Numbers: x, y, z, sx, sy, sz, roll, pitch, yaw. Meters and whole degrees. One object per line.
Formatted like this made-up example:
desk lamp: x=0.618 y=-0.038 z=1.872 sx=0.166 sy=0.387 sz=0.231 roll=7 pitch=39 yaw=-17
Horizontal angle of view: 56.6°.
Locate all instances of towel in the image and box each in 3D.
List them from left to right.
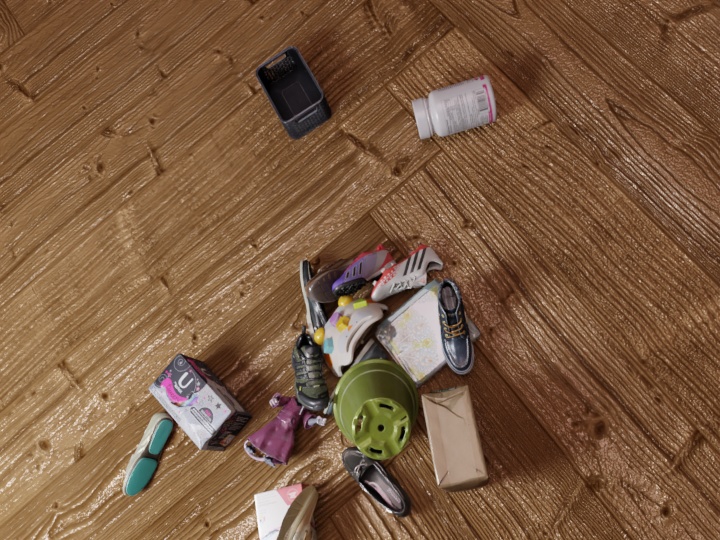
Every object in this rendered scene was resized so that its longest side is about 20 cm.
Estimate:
towel: x=0.152 y=0.145 z=1.545 sx=0.199 sy=0.048 sz=0.172 roll=-38 pitch=72 yaw=-1

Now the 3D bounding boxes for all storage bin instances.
storage bin: x=-0.178 y=-0.475 z=1.789 sx=0.133 sy=0.094 sz=0.203 roll=-30 pitch=70 yaw=2

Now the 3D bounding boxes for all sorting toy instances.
sorting toy: x=-0.013 y=0.139 z=1.500 sx=0.106 sy=0.180 sz=0.202 roll=38 pitch=82 yaw=-15

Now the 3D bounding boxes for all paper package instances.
paper package: x=0.198 y=0.352 z=1.386 sx=0.100 sy=0.200 sz=0.196 roll=-13 pitch=69 yaw=7

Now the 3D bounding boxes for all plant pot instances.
plant pot: x=0.039 y=0.305 z=1.407 sx=0.193 sy=0.190 sz=0.207 roll=0 pitch=93 yaw=-3

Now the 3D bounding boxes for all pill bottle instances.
pill bottle: x=0.232 y=-0.401 z=1.660 sx=0.194 sy=0.114 sz=0.117 roll=-14 pitch=70 yaw=8

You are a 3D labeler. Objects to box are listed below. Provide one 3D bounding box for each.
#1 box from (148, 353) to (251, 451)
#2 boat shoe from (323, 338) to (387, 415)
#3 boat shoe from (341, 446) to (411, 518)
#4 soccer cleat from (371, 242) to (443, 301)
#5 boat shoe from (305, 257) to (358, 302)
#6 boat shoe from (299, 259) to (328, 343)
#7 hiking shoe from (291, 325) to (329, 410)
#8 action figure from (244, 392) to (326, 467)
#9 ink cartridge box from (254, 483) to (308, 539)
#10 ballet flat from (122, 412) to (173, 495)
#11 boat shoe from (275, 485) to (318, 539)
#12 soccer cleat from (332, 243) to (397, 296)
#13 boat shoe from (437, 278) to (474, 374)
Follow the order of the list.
box: x=-0.373 y=0.308 z=1.566 sx=0.199 sy=0.132 sz=0.115 roll=40 pitch=86 yaw=20
boat shoe: x=-0.012 y=0.255 z=1.533 sx=0.061 sy=0.073 sz=0.202 roll=35 pitch=85 yaw=3
boat shoe: x=0.033 y=0.458 z=1.466 sx=0.199 sy=0.057 sz=0.067 roll=39 pitch=84 yaw=21
soccer cleat: x=0.109 y=0.016 z=1.562 sx=0.198 sy=0.069 sz=0.085 roll=-37 pitch=63 yaw=-24
boat shoe: x=-0.069 y=0.021 z=1.578 sx=0.070 sy=0.198 sz=0.078 roll=9 pitch=110 yaw=35
boat shoe: x=-0.102 y=0.068 z=1.611 sx=0.064 sy=0.075 sz=0.205 roll=-13 pitch=71 yaw=6
hiking shoe: x=-0.118 y=0.222 z=1.514 sx=0.074 sy=0.103 sz=0.202 roll=-8 pitch=41 yaw=-18
action figure: x=-0.165 y=0.354 z=1.539 sx=0.133 sy=0.149 sz=0.202 roll=36 pitch=63 yaw=1
ink cartridge box: x=-0.158 y=0.584 z=1.465 sx=0.113 sy=0.068 sz=0.205 roll=-15 pitch=70 yaw=7
ballet flat: x=-0.513 y=0.438 z=1.606 sx=0.061 sy=0.067 sz=0.204 roll=13 pitch=71 yaw=45
boat shoe: x=-0.134 y=0.556 z=1.405 sx=0.064 sy=0.071 sz=0.203 roll=34 pitch=68 yaw=-17
soccer cleat: x=0.000 y=0.000 z=1.567 sx=0.197 sy=0.068 sz=0.074 roll=-25 pitch=77 yaw=-37
boat shoe: x=0.203 y=0.123 z=1.468 sx=0.069 sy=0.091 sz=0.206 roll=-13 pitch=73 yaw=7
